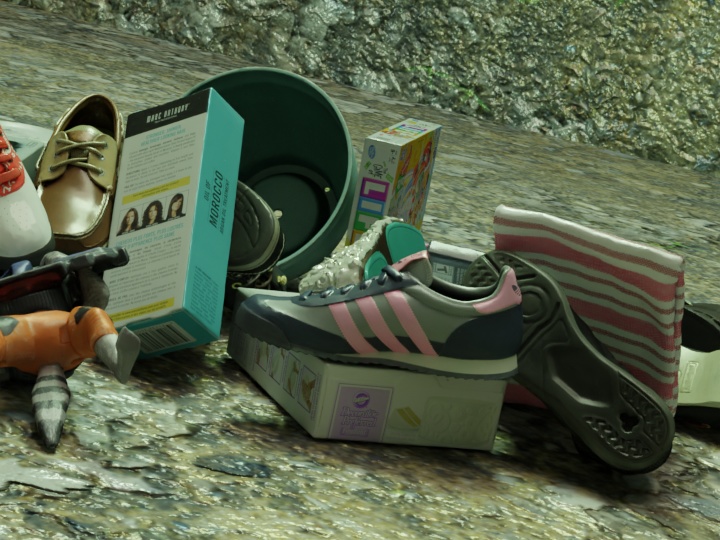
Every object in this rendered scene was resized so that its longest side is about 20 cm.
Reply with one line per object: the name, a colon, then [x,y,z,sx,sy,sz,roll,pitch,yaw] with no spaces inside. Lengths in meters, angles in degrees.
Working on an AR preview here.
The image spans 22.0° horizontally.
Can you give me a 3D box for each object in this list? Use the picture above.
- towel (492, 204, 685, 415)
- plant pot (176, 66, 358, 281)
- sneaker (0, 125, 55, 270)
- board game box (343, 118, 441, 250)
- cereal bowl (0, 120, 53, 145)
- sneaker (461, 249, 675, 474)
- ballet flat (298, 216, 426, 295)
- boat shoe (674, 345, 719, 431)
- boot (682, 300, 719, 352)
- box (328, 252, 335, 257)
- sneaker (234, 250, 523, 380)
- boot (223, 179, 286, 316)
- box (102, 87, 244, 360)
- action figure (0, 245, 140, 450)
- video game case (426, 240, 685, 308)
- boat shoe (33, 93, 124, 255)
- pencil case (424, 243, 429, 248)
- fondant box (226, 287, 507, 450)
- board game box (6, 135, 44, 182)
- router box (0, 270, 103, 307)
towel: [0.168,0.045,1.387,0.146,0.200,0.030,16,48,21]
plant pot: [-0.089,-0.070,1.716,0.200,0.201,0.134,15,-14,18]
sneaker: [-0.276,-0.097,1.289,0.067,0.108,0.201,-21,53,-27]
board game box: [0.029,-0.063,1.690,0.034,0.135,0.200,13,12,10]
cereal bowl: [-0.338,-0.096,1.806,0.199,0.084,0.200,11,12,-2]
sneaker: [0.149,0.074,1.347,0.199,0.076,0.114,44,-6,19]
ballet flat: [0.000,0.000,1.428,0.072,0.072,0.200,14,11,14]
boat shoe: [0.267,0.095,1.531,0.201,0.074,0.063,6,-33,36]
boot: [0.320,0.056,1.744,0.174,0.069,0.200,1,13,-39]
box: [0.074,0.023,1.749,0.199,0.035,0.110,7,12,-23]
sneaker: [0.015,0.021,1.280,0.199,0.082,0.070,7,13,-2]
boot: [-0.099,-0.012,1.495,0.203,0.074,0.154,16,-19,46]
box: [-0.142,-0.036,1.394,0.082,0.201,0.049,-14,-37,27]
action figure: [-0.237,0.055,1.219,0.199,0.105,0.193,-16,9,-9]
video game case: [0.144,0.051,1.458,0.199,0.143,0.019,12,48,8]
boat shoe: [-0.221,-0.076,1.434,0.075,0.074,0.200,5,29,-5]
pencil case: [0.134,0.035,1.535,0.199,0.094,0.091,8,2,20]
fondant box: [0.000,0.071,1.380,0.144,0.058,0.200,6,11,-24]
board game box: [-0.356,-0.076,1.420,0.199,0.065,0.148,9,11,-1]
router box: [-0.295,-0.004,1.439,0.149,0.062,0.200,13,11,16]
